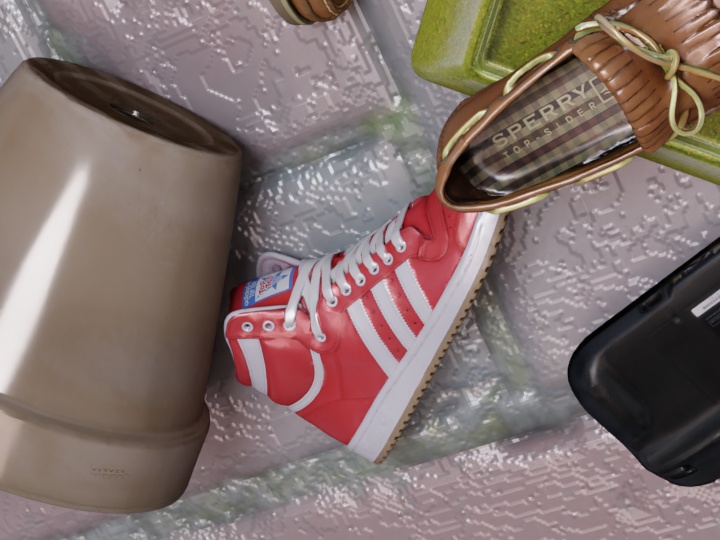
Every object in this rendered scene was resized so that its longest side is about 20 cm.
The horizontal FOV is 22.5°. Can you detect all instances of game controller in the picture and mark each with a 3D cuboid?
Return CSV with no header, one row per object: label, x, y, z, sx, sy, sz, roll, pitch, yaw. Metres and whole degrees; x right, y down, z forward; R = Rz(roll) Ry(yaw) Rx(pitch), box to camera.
game controller,0.197,0.028,0.880,0.104,0.042,0.200,46,117,-9

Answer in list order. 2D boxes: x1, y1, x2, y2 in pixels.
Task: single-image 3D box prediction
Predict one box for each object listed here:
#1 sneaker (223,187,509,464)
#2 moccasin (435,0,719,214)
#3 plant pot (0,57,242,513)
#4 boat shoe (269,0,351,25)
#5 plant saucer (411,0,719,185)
sneaker,0.000,0.000,0.910,0.112,0.071,0.200,26,120,0
moccasin,0.115,-0.084,0.771,0.201,0.078,0.074,-23,108,26
plant pot,-0.145,-0.003,0.899,0.200,0.200,0.174,26,103,4
boat shoe,-0.015,-0.200,0.812,0.068,0.072,0.200,5,126,17
plant saucer,0.133,-0.134,0.813,0.199,0.048,0.200,20,123,6
